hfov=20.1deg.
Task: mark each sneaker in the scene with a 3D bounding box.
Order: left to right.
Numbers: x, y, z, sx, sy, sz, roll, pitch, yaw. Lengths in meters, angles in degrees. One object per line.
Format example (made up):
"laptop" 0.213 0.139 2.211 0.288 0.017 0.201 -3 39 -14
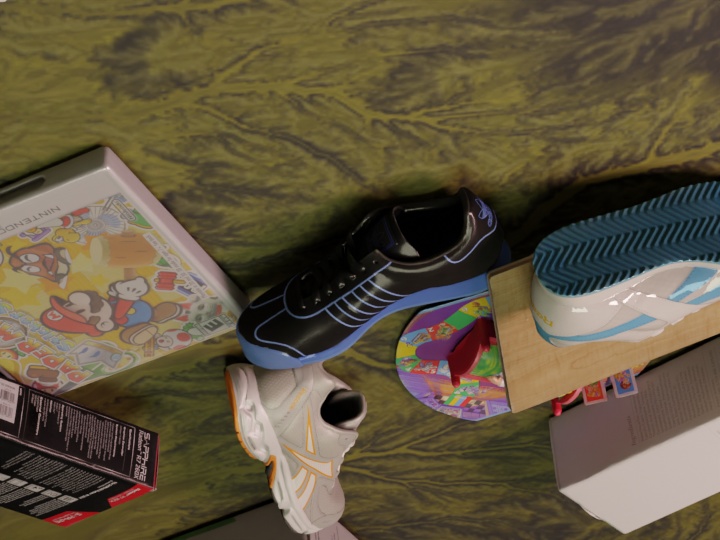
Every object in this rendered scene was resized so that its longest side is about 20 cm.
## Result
"sneaker" -0.031 0.131 1.535 0.092 0.076 0.200 -18 143 6
"sneaker" 0.000 0.000 1.374 0.200 0.070 0.078 -23 142 7
"sneaker" 0.208 -0.001 1.363 0.200 0.077 0.081 -10 144 -9

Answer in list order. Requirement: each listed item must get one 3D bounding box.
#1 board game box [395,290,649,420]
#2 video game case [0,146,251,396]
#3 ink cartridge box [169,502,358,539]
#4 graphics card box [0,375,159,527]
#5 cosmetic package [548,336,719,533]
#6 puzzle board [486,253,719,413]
"board game box" 0.126 0.070 1.503 0.200 0.039 0.158 -17 141 12
"video game case" -0.199 0.009 1.386 0.182 0.023 0.200 -20 141 17
"ink cartridge box" -0.059 0.284 1.713 0.146 0.084 0.200 -21 140 18
"graphics card box" -0.262 0.127 1.487 0.200 0.051 0.125 23 147 -34
"cosmetic package" 0.255 0.122 1.569 0.200 0.074 0.102 -27 138 26
"puzzle board" 0.187 0.015 1.427 0.200 0.017 0.151 -21 137 -7
